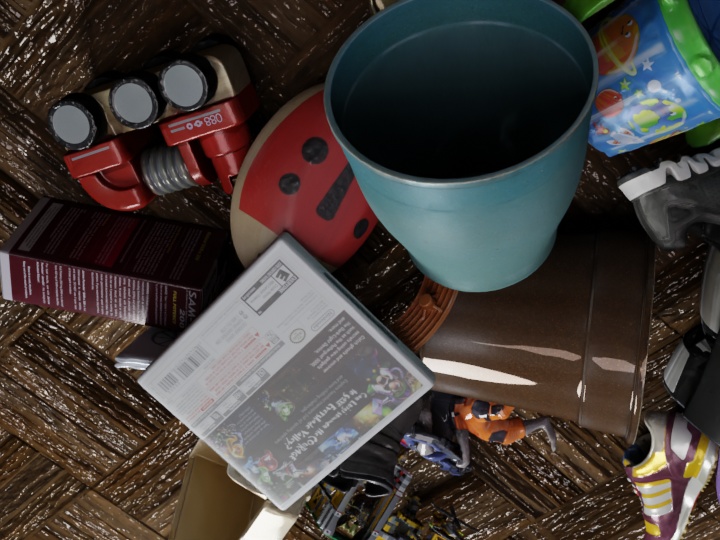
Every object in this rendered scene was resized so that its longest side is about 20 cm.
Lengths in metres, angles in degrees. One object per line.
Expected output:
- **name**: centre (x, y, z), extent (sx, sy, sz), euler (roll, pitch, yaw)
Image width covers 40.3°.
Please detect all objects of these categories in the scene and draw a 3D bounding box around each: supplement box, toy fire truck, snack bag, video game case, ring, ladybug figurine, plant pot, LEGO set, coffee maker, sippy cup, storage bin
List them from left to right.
- **supplement box**: centre (-0.241, -0.006, 0.978), extent (0.199, 0.109, 0.061), euler (10, 124, 2)
- **toy fire truck**: centre (-0.160, -0.099, 0.910), extent (0.175, 0.129, 0.201), euler (-14, 111, 18)
- **storage bin**: centre (-0.129, 0.232, 1.073), extent (0.093, 0.199, 0.200), euler (24, 125, -13)
- **snack bag**: centre (-0.116, 0.073, 0.968), extent (0.199, 0.189, 0.022), euler (7, 104, 6)
- **video game case**: centre (-0.067, 0.094, 0.855), extent (0.182, 0.023, 0.200), euler (44, 111, -9)
- **ladybug figurine**: centre (-0.033, -0.075, 0.856), extent (0.135, 0.072, 0.201), euler (27, 90, -26)
- **ring**: centre (0.000, 0.000, 0.900), extent (0.199, 0.201, 0.019), euler (-20, 148, 21)
- **LEGO set**: centre (0.031, 0.253, 1.110), extent (0.199, 0.154, 0.116), euler (32, 89, -10)
- **plant pot**: centre (0.086, -0.088, 0.783), extent (0.199, 0.201, 0.188), euler (-3, 145, 10)
- **plant pot**: centre (0.164, 0.047, 0.914), extent (0.197, 0.201, 0.201), euler (6, 126, 13)
- **sippy cup**: centre (0.235, -0.162, 0.793), extent (0.130, 0.140, 0.178), euler (-29, 101, 37)
- **coffee maker**: centre (0.373, 0.070, 0.890), extent (0.134, 0.193, 0.201), euler (-5, 127, -8)

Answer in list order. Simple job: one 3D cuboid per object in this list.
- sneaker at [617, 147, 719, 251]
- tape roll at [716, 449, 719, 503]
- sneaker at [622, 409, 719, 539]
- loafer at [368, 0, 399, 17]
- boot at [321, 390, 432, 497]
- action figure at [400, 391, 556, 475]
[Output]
- **sneaker**: centre (0.322, -0.067, 0.837), extent (0.199, 0.066, 0.091), euler (-17, 83, -10)
- **tape roll**: centre (0.455, 0.194, 0.957), extent (0.199, 0.200, 0.085), euler (-2, 124, 10)
- **sneaker**: centre (0.331, 0.232, 1.089), extent (0.090, 0.075, 0.201), euler (20, 127, 16)
- **loafer**: centre (0.053, -0.274, 0.769), extent (0.076, 0.068, 0.201), euler (24, 122, 2)
- **boot**: centre (-0.028, 0.148, 0.997), extent (0.199, 0.132, 0.070), euler (6, 152, 47)
- **action figure**: centre (0.114, 0.160, 1.068), extent (0.192, 0.105, 0.200), euler (-3, 157, 13)
